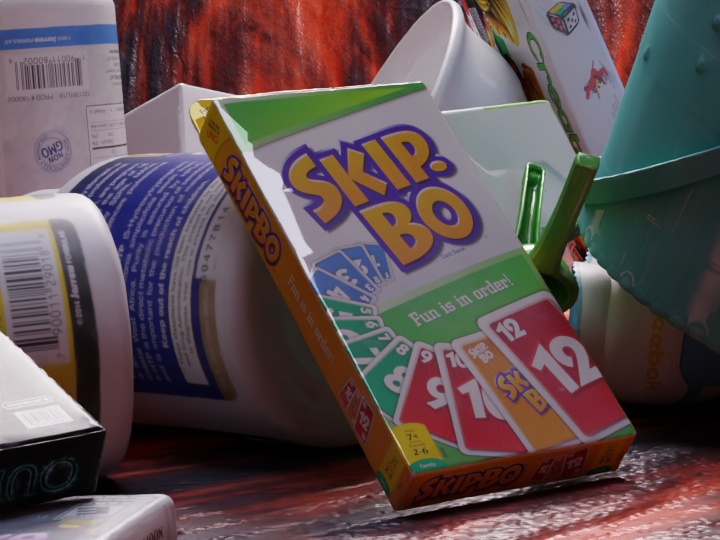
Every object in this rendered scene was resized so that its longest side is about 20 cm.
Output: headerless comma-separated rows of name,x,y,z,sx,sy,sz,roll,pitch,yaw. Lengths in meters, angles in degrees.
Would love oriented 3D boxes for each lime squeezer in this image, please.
lime squeezer,0.074,-0.008,0.948,0.038,0.071,0.200,31,0,-1

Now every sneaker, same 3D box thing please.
sneaker,0.134,0.020,1.044,0.081,0.077,0.200,7,12,8

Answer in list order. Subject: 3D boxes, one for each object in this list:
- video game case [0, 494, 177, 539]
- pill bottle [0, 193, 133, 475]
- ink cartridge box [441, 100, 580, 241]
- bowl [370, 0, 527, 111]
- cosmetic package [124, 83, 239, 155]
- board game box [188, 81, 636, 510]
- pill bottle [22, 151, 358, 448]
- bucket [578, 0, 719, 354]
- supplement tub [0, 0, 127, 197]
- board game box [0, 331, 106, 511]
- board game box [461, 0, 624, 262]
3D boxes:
video game case,-0.174,0.095,0.698,0.200,0.023,0.182,-3,6,13
pill bottle,-0.193,0.033,0.889,0.200,0.112,0.111,-5,5,-19
ink cartridge box,0.000,0.000,1.109,0.200,0.067,0.117,-33,-12,34
bowl,0.037,-0.038,1.287,0.090,0.201,0.201,29,-1,-11
cosmetic package,-0.137,-0.055,1.615,0.101,0.071,0.200,10,-22,-39
board game box,0.015,-0.003,0.881,0.095,0.030,0.200,-7,49,-30
pill bottle,-0.072,0.010,1.008,0.120,0.120,0.200,-9,8,-44
bucket,0.190,-0.044,0.935,0.207,0.135,0.207,20,20,-8
supplement tub,-0.187,-0.046,1.258,0.132,0.200,0.132,-3,6,0
board game box,-0.198,0.041,0.736,0.200,0.028,0.135,-8,32,-38
board game box,0.120,-0.069,1.291,0.035,0.200,0.126,-26,9,-9
